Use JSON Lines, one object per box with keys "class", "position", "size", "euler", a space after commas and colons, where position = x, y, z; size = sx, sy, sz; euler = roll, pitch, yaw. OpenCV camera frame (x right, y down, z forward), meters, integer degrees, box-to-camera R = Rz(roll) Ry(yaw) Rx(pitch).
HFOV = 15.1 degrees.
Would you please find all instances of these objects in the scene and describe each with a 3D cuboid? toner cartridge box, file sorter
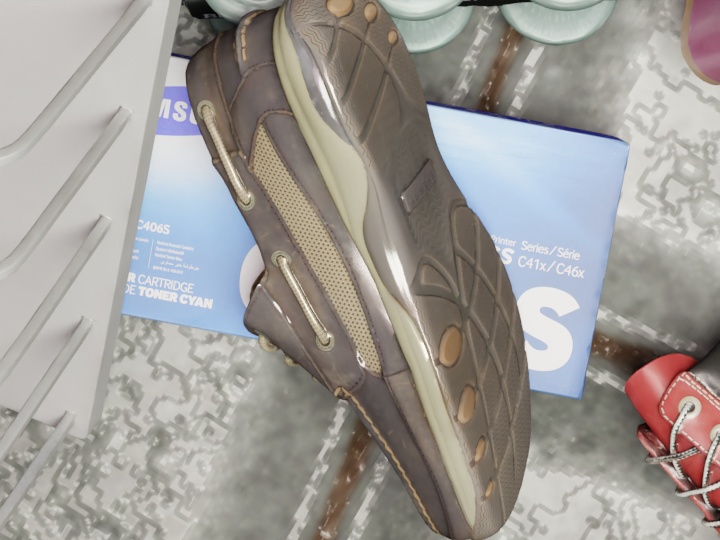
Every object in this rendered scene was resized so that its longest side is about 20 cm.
{"class": "toner cartridge box", "position": [-0.010, -0.019, 0.976], "size": [0.199, 0.043, 0.095], "euler": [10, 94, -1]}
{"class": "file sorter", "position": [-0.156, -0.013, 0.879], "size": [0.138, 0.125, 0.201], "euler": [22, 130, 8]}

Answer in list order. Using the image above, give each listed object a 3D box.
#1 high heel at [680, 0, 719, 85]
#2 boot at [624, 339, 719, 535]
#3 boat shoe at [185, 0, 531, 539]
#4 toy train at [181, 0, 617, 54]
{"class": "high heel", "position": [0.168, -0.157, 0.920], "size": [0.067, 0.096, 0.201], "euler": [19, 74, -34]}
{"class": "boot", "position": [0.138, 0.105, 0.928], "size": [0.144, 0.200, 0.072], "euler": [33, 133, -2]}
{"class": "boat shoe", "position": [0.000, 0.000, 0.928], "size": [0.073, 0.074, 0.201], "euler": [-12, 106, 30]}
{"class": "toy train", "position": [0.018, -0.137, 0.953], "size": [0.199, 0.085, 0.115], "euler": [-3, 83, 2]}
